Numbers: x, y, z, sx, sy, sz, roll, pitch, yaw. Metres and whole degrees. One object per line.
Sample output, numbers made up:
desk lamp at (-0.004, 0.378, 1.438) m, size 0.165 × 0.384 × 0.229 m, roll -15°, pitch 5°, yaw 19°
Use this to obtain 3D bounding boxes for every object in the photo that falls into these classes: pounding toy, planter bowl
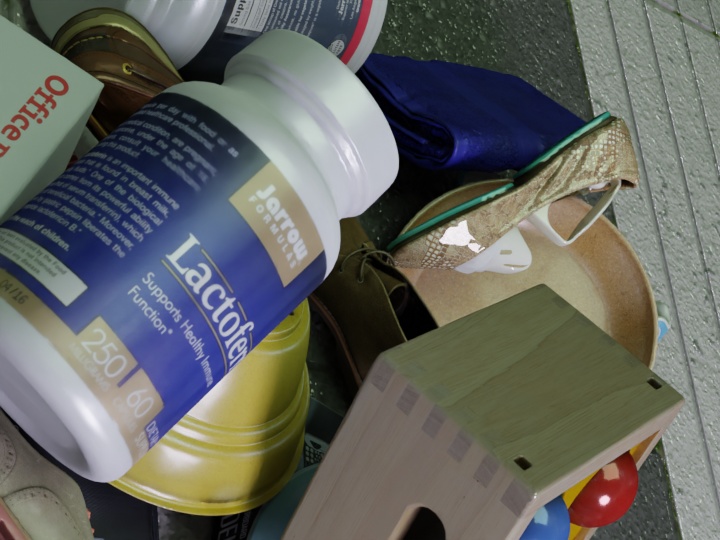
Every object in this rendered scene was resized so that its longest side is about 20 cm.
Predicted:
pounding toy at (0.072, 0.137, 0.759) m, size 0.142 × 0.201 × 0.184 m, roll 41°, pitch 33°, yaw 23°
planter bowl at (-0.089, 0.021, 0.766) m, size 0.200 × 0.083 × 0.201 m, roll 29°, pitch 34°, yaw -22°

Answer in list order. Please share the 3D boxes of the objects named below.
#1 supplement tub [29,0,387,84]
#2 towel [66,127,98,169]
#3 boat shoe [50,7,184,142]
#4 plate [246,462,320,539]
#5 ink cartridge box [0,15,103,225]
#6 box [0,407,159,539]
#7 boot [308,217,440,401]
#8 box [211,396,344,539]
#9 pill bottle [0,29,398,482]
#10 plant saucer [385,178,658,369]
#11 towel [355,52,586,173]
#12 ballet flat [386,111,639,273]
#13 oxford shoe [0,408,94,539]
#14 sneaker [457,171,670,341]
supplement tub at (-0.092, -0.186, 0.911) m, size 0.199 × 0.140 × 0.141 m, roll 2°, pitch 66°, yaw -46°
towel at (-0.133, -0.038, 0.874) m, size 0.200 × 0.023 × 0.145 m, roll -17°, pitch 80°, yaw -50°
boat shoe at (-0.098, -0.062, 0.833) m, size 0.200 × 0.072 × 0.068 m, roll 42°, pitch 20°, yaw -31°
plate at (0.016, 0.199, 0.810) m, size 0.200 × 0.026 × 0.201 m, roll 26°, pitch 50°, yaw -36°
ink cartridge box at (-0.245, -0.081, 0.695) m, size 0.200 × 0.085 × 0.145 m, roll 34°, pitch 44°, yaw -8°
box at (-0.189, 0.125, 0.700) m, size 0.199 × 0.050 × 0.199 m, roll 15°, pitch 56°, yaw -40°
boot at (0.000, 0.000, 0.944) m, size 0.073 × 0.075 × 0.201 m, roll -22°, pitch 77°, yaw -34°
box at (-0.016, 0.188, 0.842) m, size 0.157 × 0.050 × 0.201 m, roll 34°, pitch 46°, yaw -28°
pill bottle at (-0.081, -0.012, 0.653) m, size 0.200 × 0.116 × 0.116 m, roll -45°, pitch 103°, yaw -22°
plant saucer at (0.108, 0.035, 1.017) m, size 0.199 × 0.035 × 0.201 m, roll 3°, pitch 71°, yaw -8°
towel at (0.084, -0.108, 1.086) m, size 0.199 × 0.050 × 0.148 m, roll 0°, pitch 33°, yaw -44°
ballet flat at (0.112, -0.038, 0.990) m, size 0.199 × 0.071 × 0.065 m, roll -31°, pitch 91°, yaw -14°
oxford shoe at (-0.135, 0.135, 0.660) m, size 0.200 × 0.070 × 0.075 m, roll 56°, pitch 35°, yaw -10°
sneaker at (0.150, -0.011, 1.095) m, size 0.200 × 0.081 × 0.077 m, roll 48°, pitch 22°, yaw -10°
